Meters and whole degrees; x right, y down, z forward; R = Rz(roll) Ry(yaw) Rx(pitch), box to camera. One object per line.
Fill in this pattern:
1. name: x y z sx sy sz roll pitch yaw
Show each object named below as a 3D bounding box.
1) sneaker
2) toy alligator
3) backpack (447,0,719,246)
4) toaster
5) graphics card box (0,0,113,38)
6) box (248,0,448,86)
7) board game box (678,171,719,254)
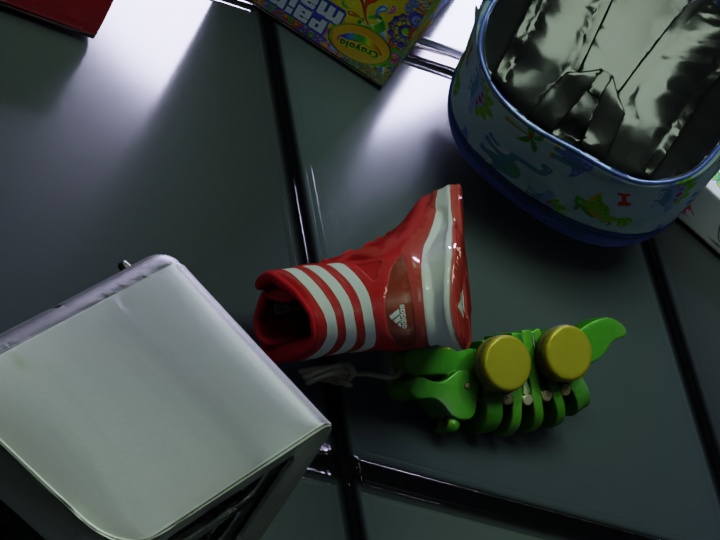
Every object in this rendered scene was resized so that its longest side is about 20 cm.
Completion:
1. sneaker: 0.000 0.000 1.543 0.115 0.079 0.200 -5 6 2
2. toy alligator: 0.059 0.064 1.537 0.199 0.059 0.055 -9 89 -29
3. backpack: 0.148 -0.116 1.731 0.183 0.147 0.200 31 57 1
4. toaster: -0.126 0.103 1.223 0.119 0.181 0.200 44 36 12
5. graphics card box: -0.203 -0.230 1.693 0.125 0.051 0.200 19 35 -19
6. box: 0.036 -0.255 1.790 0.122 0.193 0.200 33 34 1
7. board game box: 0.212 -0.086 1.861 0.200 0.035 0.126 42 36 14
